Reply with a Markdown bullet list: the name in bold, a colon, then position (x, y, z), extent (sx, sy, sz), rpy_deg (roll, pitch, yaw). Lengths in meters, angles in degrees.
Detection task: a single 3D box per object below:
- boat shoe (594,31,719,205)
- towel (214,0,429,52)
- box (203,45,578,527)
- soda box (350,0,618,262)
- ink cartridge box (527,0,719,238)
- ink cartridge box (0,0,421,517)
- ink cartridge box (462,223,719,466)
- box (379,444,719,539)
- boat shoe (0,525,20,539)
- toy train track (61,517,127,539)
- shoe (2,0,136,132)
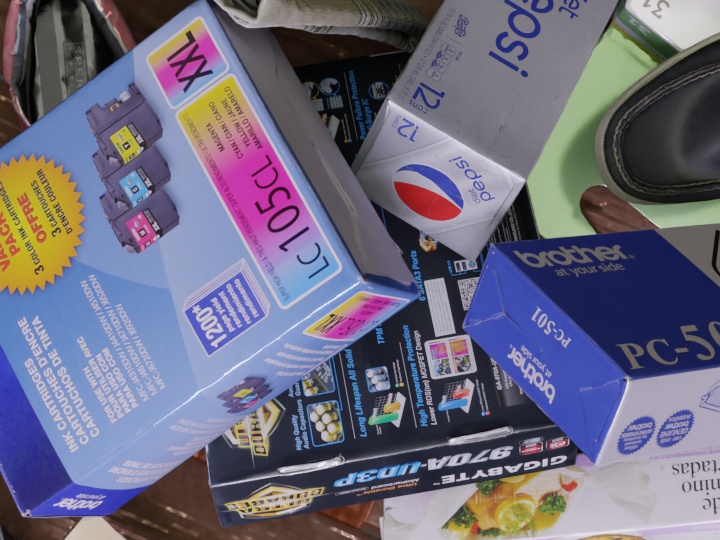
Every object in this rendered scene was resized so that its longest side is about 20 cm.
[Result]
- **boat shoe**: position (0.198, -0.081, 0.906), extent (0.198, 0.068, 0.073), rpy_deg (-17, 90, -2)
- **towel**: position (-0.068, -0.162, 0.870), extent (0.035, 0.200, 0.193), rpy_deg (-46, 77, 17)
- **box**: position (0.000, 0.000, 0.908), extent (0.157, 0.046, 0.202), rpy_deg (-10, 61, -3)
- **soda box**: position (0.067, -0.103, 0.901), extent (0.068, 0.064, 0.201), rpy_deg (29, 52, -1)
- **ink cartridge box**: position (0.173, -0.076, 0.959), extent (0.145, 0.048, 0.201), rpy_deg (38, 83, 0)
- **ink cartridge box**: position (-0.095, 0.007, 0.829), extent (0.199, 0.076, 0.137), rpy_deg (-35, 73, 16)
- **ink cartridge box**: position (0.149, 0.024, 0.856), extent (0.198, 0.094, 0.045), rpy_deg (-5, 127, -35)
- **box**: position (0.107, 0.102, 0.890), extent (0.198, 0.042, 0.039), rpy_deg (-7, 60, 16)
- **boat shoe**: position (-0.129, 0.200, 0.924), extent (0.070, 0.072, 0.202), rpy_deg (-18, 97, -12)
- **toy train track**: position (-0.055, 0.180, 0.933), extent (0.200, 0.033, 0.115), rpy_deg (42, 76, -7)
- **shoe**: position (-0.122, -0.033, 0.922), extent (0.071, 0.091, 0.202), rpy_deg (-8, 86, -3)
